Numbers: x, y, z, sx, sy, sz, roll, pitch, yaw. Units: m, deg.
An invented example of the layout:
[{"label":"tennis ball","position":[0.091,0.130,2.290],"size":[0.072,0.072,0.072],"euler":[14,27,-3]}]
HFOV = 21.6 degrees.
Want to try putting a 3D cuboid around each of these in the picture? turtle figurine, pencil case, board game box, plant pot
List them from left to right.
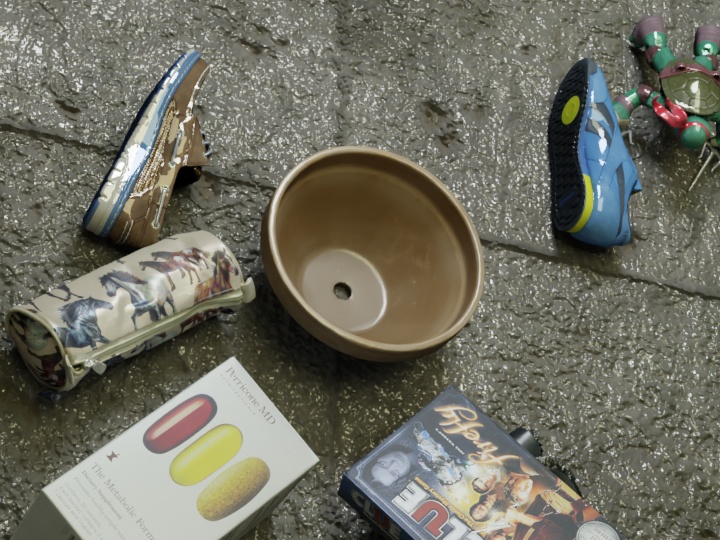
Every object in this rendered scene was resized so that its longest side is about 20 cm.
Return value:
[{"label":"pencil case","position":[-0.184,0.033,1.538],"size":[0.200,0.078,0.089],"euler":[-26,54,-34]},{"label":"plant pot","position":[0.000,0.000,1.637],"size":[0.200,0.093,0.201],"euler":[11,57,-18]},{"label":"board game box","position":[0.099,0.199,1.516],"size":[0.200,0.035,0.135],"euler":[40,56,20]},{"label":"turtle figurine","position":[0.323,-0.169,1.892],"size":[0.149,0.101,0.200],"euler":[21,48,-17]}]

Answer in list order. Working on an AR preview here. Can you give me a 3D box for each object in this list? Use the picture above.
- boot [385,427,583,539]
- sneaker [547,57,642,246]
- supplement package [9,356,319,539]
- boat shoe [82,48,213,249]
[{"label":"boot","position":[0.127,0.237,1.566],"size":[0.168,0.076,0.200],"euler":[-19,65,-29]},{"label":"sneaker","position":[0.231,-0.112,1.834],"size":[0.078,0.066,0.201],"euler":[16,57,-24]},{"label":"supplement package","position":[-0.150,0.176,1.451],"size":[0.114,0.110,0.200],"euler":[49,53,7]},{"label":"boat shoe","position":[-0.170,-0.101,1.637],"size":[0.072,0.072,0.200],"euler":[31,63,-12]}]
